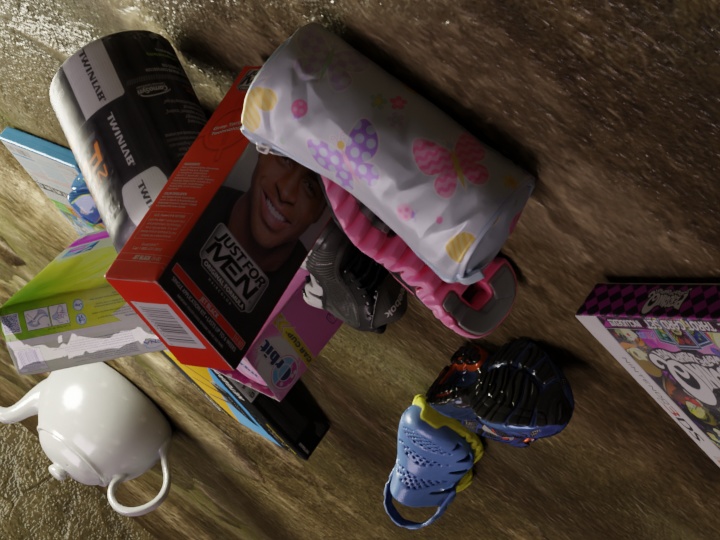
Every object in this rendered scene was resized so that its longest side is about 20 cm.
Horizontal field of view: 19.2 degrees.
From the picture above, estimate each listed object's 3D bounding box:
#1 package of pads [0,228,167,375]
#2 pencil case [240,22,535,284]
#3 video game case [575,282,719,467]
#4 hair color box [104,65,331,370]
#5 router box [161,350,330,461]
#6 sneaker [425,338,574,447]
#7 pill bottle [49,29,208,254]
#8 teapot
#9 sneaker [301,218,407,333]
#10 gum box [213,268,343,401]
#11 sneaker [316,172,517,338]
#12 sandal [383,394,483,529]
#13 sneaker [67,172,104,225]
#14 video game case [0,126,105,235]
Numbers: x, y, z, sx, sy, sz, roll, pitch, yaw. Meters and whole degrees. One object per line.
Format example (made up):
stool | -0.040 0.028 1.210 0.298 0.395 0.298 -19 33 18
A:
package of pads | -0.185 0.014 1.723 0.153 0.200 0.069 -11 107 17
pencil case | 0.017 -0.077 1.400 0.199 0.091 0.083 35 162 12
video game case | 0.254 0.078 1.382 0.181 0.036 0.200 45 162 -20
hair color box | -0.085 -0.039 1.507 0.061 0.201 0.102 4 143 43
router box | -0.135 0.107 2.213 0.149 0.051 0.200 26 163 39
sneaker | 0.125 0.102 1.678 0.078 0.076 0.200 35 173 -16
pill bottle | -0.153 -0.074 1.604 0.106 0.105 0.201 78 167 -64
teapot | -0.351 0.217 2.800 0.198 0.146 0.199 47 161 -23
sneaker | 0.000 0.000 1.677 0.090 0.067 0.200 33 166 11
gum box | -0.112 0.026 1.881 0.199 0.114 0.066 21 155 47
sneaker | 0.026 -0.033 1.538 0.200 0.079 0.095 50 171 -26
sandal | 0.061 0.183 1.963 0.079 0.087 0.200 35 160 19
sneaker | -0.185 -0.079 1.785 0.076 0.105 0.200 43 163 -13
video game case | -0.270 -0.060 2.159 0.143 0.018 0.200 21 154 45
